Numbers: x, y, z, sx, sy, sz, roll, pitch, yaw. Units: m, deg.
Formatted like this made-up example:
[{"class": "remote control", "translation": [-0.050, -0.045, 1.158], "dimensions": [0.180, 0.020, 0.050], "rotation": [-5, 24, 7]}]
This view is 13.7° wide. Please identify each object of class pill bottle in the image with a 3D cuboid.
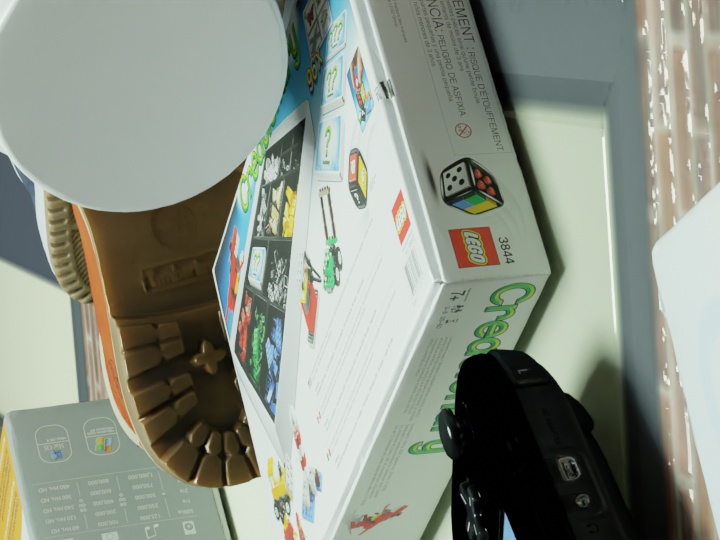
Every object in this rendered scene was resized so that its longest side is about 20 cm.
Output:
[{"class": "pill bottle", "translation": [-0.086, -0.100, 0.892], "dimensions": [0.200, 0.112, 0.113], "rotation": [-120, 29, -57]}]

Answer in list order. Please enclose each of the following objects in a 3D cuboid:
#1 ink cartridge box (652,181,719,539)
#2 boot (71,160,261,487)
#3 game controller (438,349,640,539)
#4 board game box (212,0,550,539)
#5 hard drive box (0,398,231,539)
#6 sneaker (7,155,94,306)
[{"class": "ink cartridge box", "translation": [0.114, 0.038, 0.489], "dimensions": [0.200, 0.047, 0.161], "rotation": [124, 137, -68]}, {"class": "boot", "translation": [-0.073, -0.025, 1.044], "dimensions": [0.107, 0.075, 0.201], "rotation": [172, 90, -78]}, {"class": "game controller", "translation": [0.058, 0.116, 0.713], "dimensions": [0.105, 0.042, 0.201], "rotation": [102, 156, -45]}, {"class": "board game box", "translation": [0.000, 0.000, 0.868], "dimensions": [0.200, 0.034, 0.127], "rotation": [112, 149, -57]}, {"class": "hard drive box", "translation": [-0.088, 0.173, 1.149], "dimensions": [0.156, 0.076, 0.201], "rotation": [106, 152, -52]}, {"class": "sneaker", "translation": [-0.106, -0.093, 1.123], "dimensions": [0.201, 0.070, 0.109], "rotation": [96, 157, -43]}]
